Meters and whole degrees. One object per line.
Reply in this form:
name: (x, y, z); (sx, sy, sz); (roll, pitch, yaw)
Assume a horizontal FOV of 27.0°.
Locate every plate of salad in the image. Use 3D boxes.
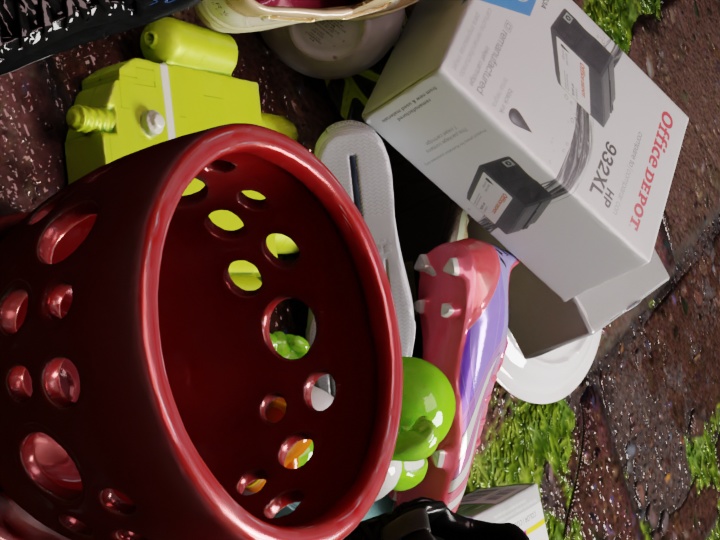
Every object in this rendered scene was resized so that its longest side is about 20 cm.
plate of salad: (0.133, 0.007, 1.205); (0.199, 0.048, 0.202); (9, 78, -46)

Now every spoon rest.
spoon rest: (-0.054, -0.200, 0.965); (0.200, 0.099, 0.061); (38, 25, -30)

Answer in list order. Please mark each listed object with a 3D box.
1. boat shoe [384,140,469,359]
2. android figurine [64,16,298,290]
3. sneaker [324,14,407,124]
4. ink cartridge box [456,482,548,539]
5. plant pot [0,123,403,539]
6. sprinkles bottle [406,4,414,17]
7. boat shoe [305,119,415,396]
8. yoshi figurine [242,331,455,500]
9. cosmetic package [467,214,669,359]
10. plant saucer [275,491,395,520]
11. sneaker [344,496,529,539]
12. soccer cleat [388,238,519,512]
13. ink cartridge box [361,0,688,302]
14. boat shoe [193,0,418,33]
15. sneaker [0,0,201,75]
boat shoe: (0.049, -0.011, 1.084); (0.076, 0.071, 0.202); (6, 85, -67)
android figurine: (-0.102, -0.058, 0.890); (0.200, 0.041, 0.183); (6, 77, -57)
sneaker: (-0.010, -0.197, 1.049); (0.076, 0.075, 0.201); (-38, 117, -75)
ink cartridge box: (0.100, 0.263, 1.077); (0.104, 0.059, 0.202); (-11, 90, -56)
plant pot: (-0.103, 0.043, 0.731); (0.200, 0.182, 0.202); (19, 66, -51)
sprinkles bottle: (0.045, -0.259, 1.079); (0.200, 0.068, 0.069); (65, 31, -54)
boat shoe: (0.000, 0.000, 0.991); (0.071, 0.072, 0.202); (-100, -169, -79)
yoshi figurine: (-0.011, 0.084, 0.897); (0.200, 0.111, 0.113); (18, 59, -56)
cosmetic package: (0.131, -0.048, 1.119); (0.107, 0.090, 0.201); (-27, 92, -38)
plant saucer: (-0.038, 0.129, 0.950); (0.200, 0.019, 0.070); (41, 49, -41)
sneaker: (0.009, 0.167, 0.868); (0.199, 0.100, 0.070); (2, 52, -17)
soccer cleat: (0.067, 0.079, 1.006); (0.076, 0.067, 0.202); (3, 94, -39)
ink cartridge box: (0.117, -0.102, 1.010); (0.200, 0.084, 0.146); (40, 50, -20)
boat shoe: (-0.003, -0.185, 0.913); (0.199, 0.069, 0.074); (-21, 106, -25)
sneaker: (-0.151, -0.153, 0.778); (0.200, 0.111, 0.074); (-35, 109, -54)
